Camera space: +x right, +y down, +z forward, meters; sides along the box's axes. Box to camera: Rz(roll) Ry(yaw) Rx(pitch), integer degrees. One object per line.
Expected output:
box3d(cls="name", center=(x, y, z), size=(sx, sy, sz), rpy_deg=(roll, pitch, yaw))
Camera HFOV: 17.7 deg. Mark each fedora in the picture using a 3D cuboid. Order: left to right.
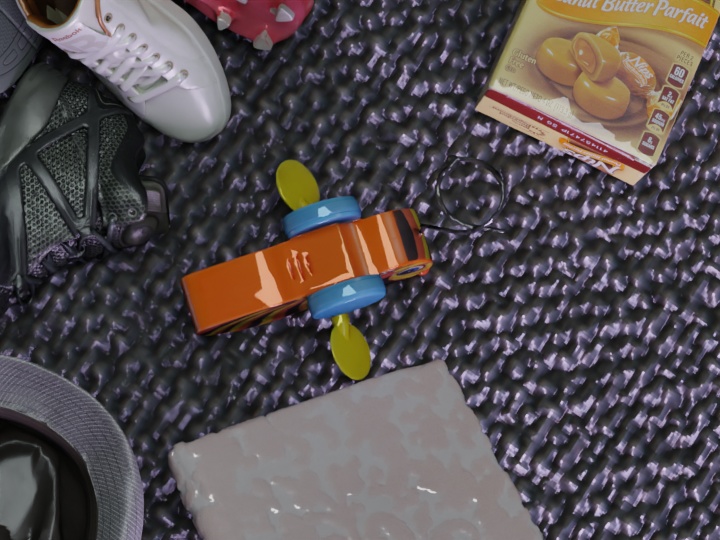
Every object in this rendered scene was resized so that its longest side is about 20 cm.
box3d(cls="fedora", center=(-0.216, 0.150, 1.317), size=(0.176, 0.090, 0.201), rpy_deg=(21, 83, -3))

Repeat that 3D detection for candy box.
box3d(cls="candy box", center=(0.165, -0.170, 1.454), size=(0.115, 0.055, 0.201), rpy_deg=(25, 77, -3))

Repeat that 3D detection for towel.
box3d(cls="towel", center=(0.010, 0.162, 1.338), size=(0.190, 0.032, 0.200), rpy_deg=(-18, 66, -25))

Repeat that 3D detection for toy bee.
box3d(cls="toy bee", center=(0.000, 0.000, 1.385), size=(0.199, 0.109, 0.132), rpy_deg=(2, 86, 17))

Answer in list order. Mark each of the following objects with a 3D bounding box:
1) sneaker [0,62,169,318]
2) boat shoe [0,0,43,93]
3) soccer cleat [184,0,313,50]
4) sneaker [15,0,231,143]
box3d(cls="sneaker", center=(-0.183, -0.015, 1.361), size=(0.114, 0.076, 0.200), rpy_deg=(24, 71, 3))
box3d(cls="boat shoe", center=(-0.228, -0.196, 1.384), size=(0.065, 0.074, 0.203), rpy_deg=(-8, 67, 24))
box3d(cls="soccer cleat", center=(-0.116, -0.207, 1.400), size=(0.200, 0.067, 0.077), rpy_deg=(28, 43, -16))
box3d(cls="sneaker", center=(-0.153, -0.137, 1.355), size=(0.200, 0.073, 0.085), rpy_deg=(50, 31, -26))
